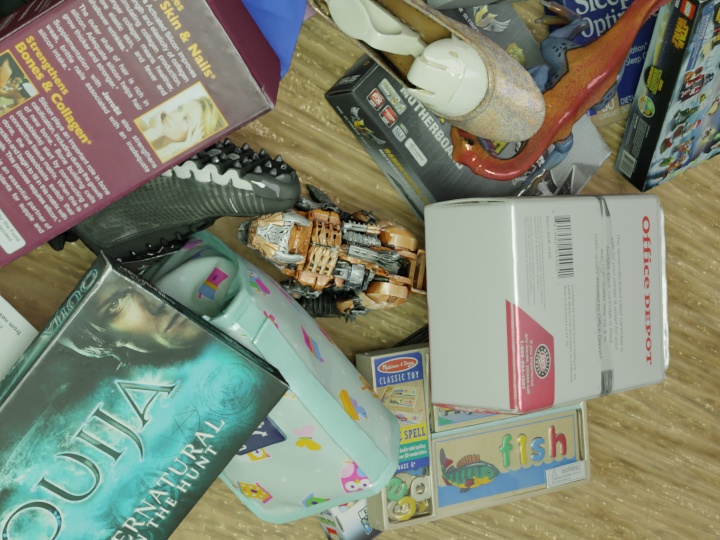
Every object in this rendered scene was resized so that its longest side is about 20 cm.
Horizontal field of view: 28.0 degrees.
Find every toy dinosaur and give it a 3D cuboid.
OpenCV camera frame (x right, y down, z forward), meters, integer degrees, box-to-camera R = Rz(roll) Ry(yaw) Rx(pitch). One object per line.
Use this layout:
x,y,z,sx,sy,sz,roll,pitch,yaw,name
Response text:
0.139,-0.137,1.052,0.105,0.200,0.182,40,39,-9,toy dinosaur
0.000,0.000,1.031,0.200,0.136,0.102,37,73,-26,toy dinosaur

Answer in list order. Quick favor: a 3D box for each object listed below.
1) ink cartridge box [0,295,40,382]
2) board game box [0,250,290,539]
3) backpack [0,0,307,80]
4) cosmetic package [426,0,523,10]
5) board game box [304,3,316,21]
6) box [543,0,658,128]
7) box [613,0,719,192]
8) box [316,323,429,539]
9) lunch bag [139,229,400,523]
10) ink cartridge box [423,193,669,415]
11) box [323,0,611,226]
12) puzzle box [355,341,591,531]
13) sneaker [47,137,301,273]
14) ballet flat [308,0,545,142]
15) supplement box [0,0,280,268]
-0.302,0.080,0.851,0.200,0.145,0.145,-49,115,-19,ink cartridge box
-0.152,0.105,0.810,0.135,0.028,0.200,36,94,-30,board game box
-0.149,-0.193,0.930,0.199,0.162,0.168,22,60,-20,backpack
0.150,-0.251,1.078,0.199,0.113,0.082,-11,92,-35,cosmetic package
-0.028,-0.309,1.059,0.199,0.041,0.201,-36,109,-24,board game box
0.207,-0.228,1.207,0.121,0.032,0.201,-20,101,-28,box
0.289,-0.169,1.183,0.137,0.040,0.200,-27,145,-27,box
0.040,0.117,1.117,0.200,0.035,0.110,-31,107,-26,box
-0.074,0.070,0.950,0.122,0.200,0.171,-44,113,-14,lunch bag
0.139,0.019,1.044,0.200,0.085,0.146,-4,93,-47,ink cartridge box
0.089,-0.114,1.130,0.158,0.048,0.200,-47,113,-20,box
0.091,0.116,1.112,0.199,0.025,0.134,-8,95,-30,puzzle box
-0.130,-0.040,0.947,0.066,0.199,0.091,-38,131,-64,sneaker
0.036,-0.151,0.992,0.067,0.200,0.068,-25,148,-60,ballet flat
-0.157,-0.101,0.818,0.199,0.086,0.111,-29,112,12,supplement box
